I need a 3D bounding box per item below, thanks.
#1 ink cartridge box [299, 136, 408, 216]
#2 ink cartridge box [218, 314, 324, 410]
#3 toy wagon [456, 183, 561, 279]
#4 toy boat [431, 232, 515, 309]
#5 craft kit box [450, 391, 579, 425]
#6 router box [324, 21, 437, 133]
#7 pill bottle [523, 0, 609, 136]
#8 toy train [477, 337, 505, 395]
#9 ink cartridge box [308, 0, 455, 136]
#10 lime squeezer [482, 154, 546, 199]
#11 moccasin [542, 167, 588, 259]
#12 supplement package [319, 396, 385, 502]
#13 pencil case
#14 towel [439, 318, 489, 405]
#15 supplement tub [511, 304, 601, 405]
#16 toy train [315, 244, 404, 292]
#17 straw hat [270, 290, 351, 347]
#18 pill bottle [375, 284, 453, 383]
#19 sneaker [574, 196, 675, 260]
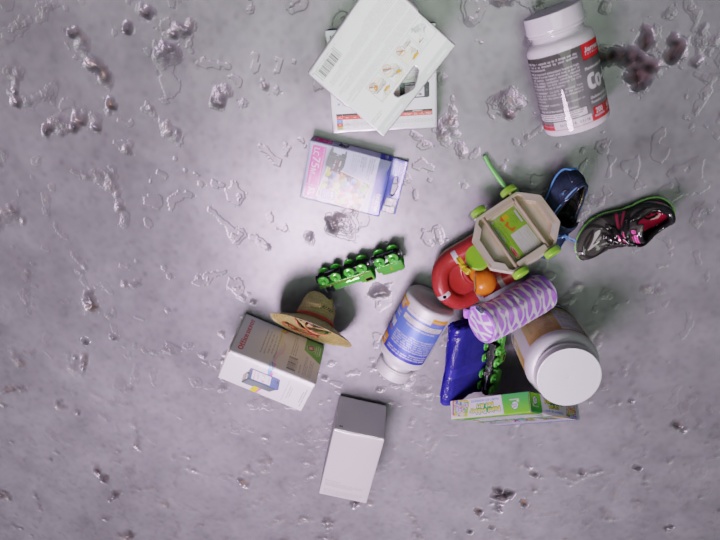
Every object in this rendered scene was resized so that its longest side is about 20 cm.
[{"bbox_3d":[-0.013,-0.181,1.139,0.198,0.042,0.120,13,116,-3],"label":"ink cartridge box"},{"bbox_3d":[-0.193,0.199,1.268,0.198,0.146,0.088,25,118,-8],"label":"ink cartridge box"},{"bbox_3d":[0.272,-0.060,1.084,0.199,0.040,0.156,-34,72,9],"label":"toy wagon"},{"bbox_3d":[0.239,0.007,1.153,0.199,0.131,0.131,-32,108,17],"label":"toy boat"},{"bbox_3d":[0.330,0.300,1.232,0.196,0.049,0.199,15,155,-41],"label":"craft kit box"},{"bbox_3d":[0.041,-0.350,1.049,0.197,0.049,0.181,-1,115,5],"label":"router box"},{"bbox_3d":[0.353,-0.347,0.990,0.113,0.114,0.202,-17,113,12],"label":"pill bottle"},{"bbox_3d":[0.289,0.177,1.233,0.041,0.056,0.202,23,120,37],"label":"toy train"},{"bbox_3d":[0.035,-0.367,0.990,0.173,0.044,0.200,37,111,-12],"label":"ink cartridge box"},{"bbox_3d":[0.319,-0.156,1.124,0.198,0.038,0.071,21,115,-4],"label":"lime squeezer"},{"bbox_3d":[0.381,-0.097,1.107,0.080,0.068,0.202,-11,131,-12],"label":"moccasin"},{"bbox_3d":[-0.017,0.425,1.364,0.118,0.122,0.202,12,116,-1],"label":"supplement package"},{"bbox_3d":[0.302,0.074,1.149,0.198,0.085,0.085,-20,125,-27],"label":"pencil case"},{"bbox_3d":[0.238,0.189,1.261,0.146,0.049,0.202,-13,121,-33],"label":"towel"},{"bbox_3d":[0.397,0.168,1.172,0.143,0.200,0.146,1,110,3],"label":"supplement tub"},{"bbox_3d":[0.000,0.000,1.212,0.198,0.042,0.057,-18,130,17],"label":"toy train"},{"bbox_3d":[-0.096,0.092,1.236,0.199,0.201,0.086,23,73,-6],"label":"straw hat"},{"bbox_3d":[0.109,0.142,1.237,0.111,0.112,0.201,24,114,-7],"label":"pill bottle"},{"bbox_3d":[0.512,-0.079,1.118,0.199,0.084,0.077,-30,109,17],"label":"sneaker"}]
